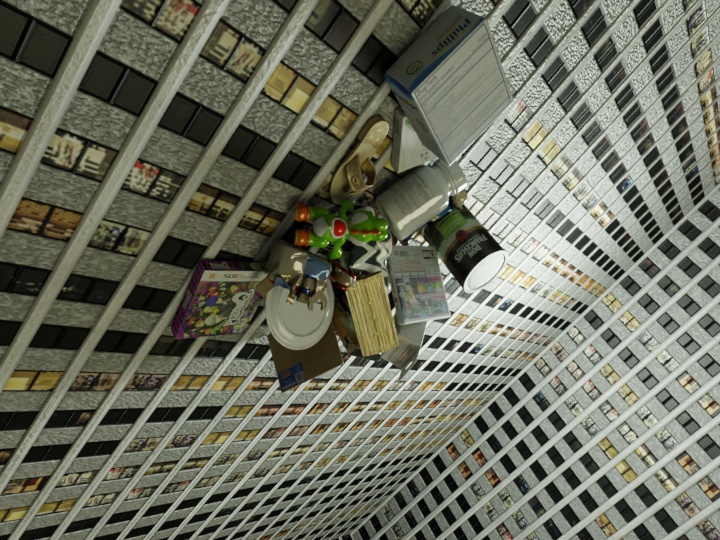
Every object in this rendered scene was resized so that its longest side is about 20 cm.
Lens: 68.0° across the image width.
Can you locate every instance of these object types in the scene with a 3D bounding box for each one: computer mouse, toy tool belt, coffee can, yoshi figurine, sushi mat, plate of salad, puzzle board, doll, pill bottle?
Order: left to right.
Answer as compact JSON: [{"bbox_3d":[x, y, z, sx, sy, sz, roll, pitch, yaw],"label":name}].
[{"bbox_3d":[-0.141,0.078,1.234,0.195,0.047,0.208,-3,94,-42],"label":"plate of salad"},{"bbox_3d":[-0.139,0.195,1.325,0.196,0.155,0.017,-28,160,24],"label":"puzzle board"},{"bbox_3d":[-0.116,0.027,1.138,0.195,0.125,0.126,24,94,-14],"label":"toy tool belt"},{"bbox_3d":[-0.059,-0.096,1.192,0.195,0.044,0.111,-26,144,-10],"label":"computer mouse"},{"bbox_3d":[-0.041,-0.090,1.118,0.192,0.115,0.114,3,141,-8],"label":"yoshi figurine"},{"bbox_3d":[0.026,0.103,1.221,0.092,0.012,0.206,-14,115,0],"label":"sushi mat"},{"bbox_3d":[0.140,-0.172,1.219,0.197,0.115,0.115,-35,148,-3],"label":"pill bottle"},{"bbox_3d":[0.178,-0.138,1.314,0.198,0.049,0.137,-36,-169,26],"label":"doll"},{"bbox_3d":[0.270,-0.066,1.398,0.143,0.202,0.149,-24,146,-17],"label":"coffee can"}]

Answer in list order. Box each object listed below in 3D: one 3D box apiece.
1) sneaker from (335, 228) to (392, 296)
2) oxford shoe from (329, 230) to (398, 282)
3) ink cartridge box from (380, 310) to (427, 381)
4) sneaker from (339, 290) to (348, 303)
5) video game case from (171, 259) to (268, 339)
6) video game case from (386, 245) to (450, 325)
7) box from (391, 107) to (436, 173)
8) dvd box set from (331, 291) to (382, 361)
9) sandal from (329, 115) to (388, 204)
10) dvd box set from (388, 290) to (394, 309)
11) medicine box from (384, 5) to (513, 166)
[{"bbox_3d":[0.000,0.000,1.225,0.125,0.080,0.205,-4,121,-17],"label":"sneaker"},{"bbox_3d":[0.004,-0.035,1.320,0.195,0.073,0.073,-28,167,-6],"label":"oxford shoe"},{"bbox_3d":[0.112,0.159,1.336,0.116,0.066,0.203,-59,-173,47],"label":"ink cartridge box"},{"bbox_3d":[0.007,0.029,1.391,0.200,0.112,0.078,-48,147,-59],"label":"sneaker"},{"bbox_3d":[-0.297,0.063,1.163,0.178,0.036,0.202,1,132,-45],"label":"video game case"},{"bbox_3d":[0.141,0.032,1.308,0.023,0.189,0.196,-20,167,41],"label":"video game case"},{"bbox_3d":[0.157,-0.305,1.145,0.195,0.037,0.147,-23,145,-19],"label":"box"},{"bbox_3d":[-0.030,0.136,1.360,0.029,0.202,0.145,-42,147,15],"label":"dvd box set"},{"bbox_3d":[0.004,-0.203,1.090,0.076,0.070,0.215,0,133,-43],"label":"sandal"},{"bbox_3d":[0.085,0.075,1.428,0.148,0.029,0.200,-56,176,-11],"label":"dvd box set"},{"bbox_3d":[0.171,-0.343,1.005,0.182,0.103,0.200,-43,137,1],"label":"medicine box"}]
